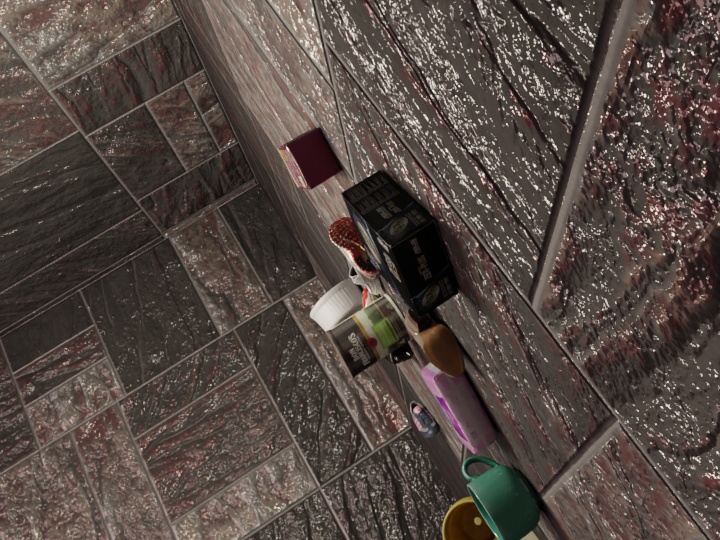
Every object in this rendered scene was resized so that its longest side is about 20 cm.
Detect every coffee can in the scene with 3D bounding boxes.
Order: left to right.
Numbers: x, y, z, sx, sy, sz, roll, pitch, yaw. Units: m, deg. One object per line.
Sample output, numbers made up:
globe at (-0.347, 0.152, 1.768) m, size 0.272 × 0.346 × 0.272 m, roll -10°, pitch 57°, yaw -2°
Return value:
coffee can at (0.024, 0.178, 1.912) m, size 0.147 × 0.198 × 0.147 m, roll 56°, pitch 172°, yaw 12°

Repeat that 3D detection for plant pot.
plant pot at (0.369, 0.818, 2.225) m, size 0.202 × 0.200 × 0.189 m, roll 57°, pitch -173°, yaw 14°

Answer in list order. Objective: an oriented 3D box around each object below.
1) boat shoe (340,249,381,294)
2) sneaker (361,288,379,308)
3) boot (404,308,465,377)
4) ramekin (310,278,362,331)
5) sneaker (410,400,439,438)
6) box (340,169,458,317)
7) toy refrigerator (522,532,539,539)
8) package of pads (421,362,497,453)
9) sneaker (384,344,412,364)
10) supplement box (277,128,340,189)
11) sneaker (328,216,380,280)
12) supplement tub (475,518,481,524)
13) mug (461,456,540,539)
boat shoe at (0.000, 0.000, 1.880) m, size 0.072 × 0.068 × 0.201 m, roll 52°, pitch 170°, yaw 42°
sneaker at (0.041, 0.118, 2.133) m, size 0.201 × 0.076 × 0.086 m, roll 83°, pitch 167°, yaw -57°
boot at (0.161, 0.157, 1.466) m, size 0.201 × 0.070 × 0.146 m, roll 57°, pitch 179°, yaw 27°
ramekin at (-0.067, 0.129, 2.389) m, size 0.098 × 0.200 × 0.201 m, roll 49°, pitch 171°, yaw 14°
sneaker at (0.221, 0.531, 2.497) m, size 0.083 × 0.070 × 0.200 m, roll 58°, pitch 172°, yaw -14°
box at (0.065, -0.047, 1.179) m, size 0.200 × 0.085 × 0.165 m, roll 51°, pitch 169°, yaw 49°
toy refrigerator at (0.451, 0.768, 1.852) m, size 0.070 × 0.075 × 0.201 m, roll 50°, pitch 168°, yaw 48°
package of pads at (0.217, 0.292, 1.540) m, size 0.202 × 0.075 × 0.120 m, roll 60°, pitch 174°, yaw -4°
sneaker at (0.109, 0.253, 2.121) m, size 0.201 × 0.075 × 0.115 m, roll 79°, pitch 166°, yaw -54°
supplement box at (-0.122, -0.257, 1.618) m, size 0.111 × 0.085 × 0.200 m, roll 61°, pitch 173°, yaw -13°
sneaker at (-0.015, -0.051, 1.744) m, size 0.201 × 0.077 × 0.082 m, roll 55°, pitch 173°, yaw 30°
supplement tub at (0.431, 0.936, 2.386) m, size 0.147 × 0.144 × 0.200 m, roll 60°, pitch 173°, yaw -12°
mug at (0.315, 0.495, 1.534) m, size 0.187 × 0.113 × 0.152 m, roll 60°, pitch 173°, yaw -2°
